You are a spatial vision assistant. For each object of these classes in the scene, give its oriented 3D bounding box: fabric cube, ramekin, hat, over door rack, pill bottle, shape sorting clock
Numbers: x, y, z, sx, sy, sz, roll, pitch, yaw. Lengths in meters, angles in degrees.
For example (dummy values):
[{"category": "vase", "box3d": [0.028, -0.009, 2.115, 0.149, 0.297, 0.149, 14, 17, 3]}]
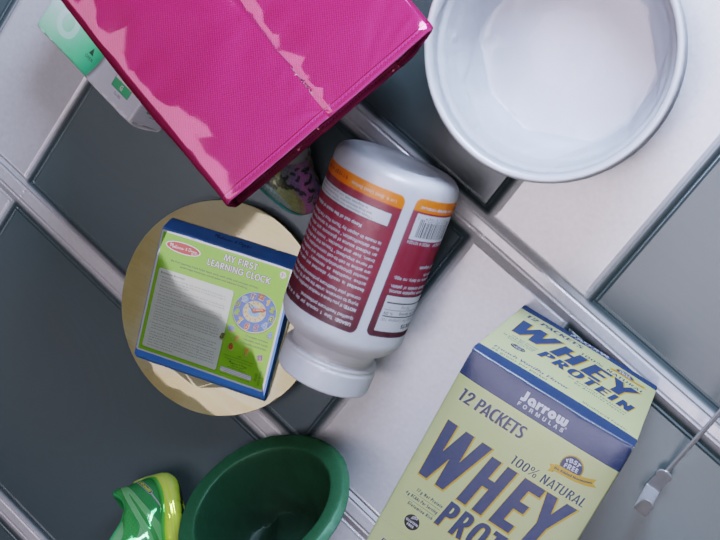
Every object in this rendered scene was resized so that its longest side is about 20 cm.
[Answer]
[{"category": "fabric cube", "box3d": [-0.088, -0.187, 0.887, 0.200, 0.196, 0.200, -40, 94, -1]}, {"category": "ramekin", "box3d": [0.158, -0.171, 0.910, 0.198, 0.105, 0.202, 3, 99, 21]}, {"category": "hat", "box3d": [-0.065, 0.272, 1.088, 0.199, 0.166, 0.177, 2, 135, 37]}, {"category": "over door rack", "box3d": [0.333, 0.156, 0.918, 0.147, 0.067, 0.201, 37, 122, 12]}, {"category": "pill bottle", "box3d": [0.000, 0.000, 0.989, 0.112, 0.113, 0.202, 25, 105, 15]}, {"category": "shape sorting clock", "box3d": [-0.130, 0.035, 1.082, 0.198, 0.039, 0.202, 2, 97, 16]}]

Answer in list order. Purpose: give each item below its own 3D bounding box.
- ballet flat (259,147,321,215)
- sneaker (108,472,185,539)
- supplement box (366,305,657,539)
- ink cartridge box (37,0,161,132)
[{"category": "ballet flat", "box3d": [-0.095, -0.140, 1.026, 0.200, 0.069, 0.071, 51, 131, 10]}, {"category": "sneaker", "box3d": [-0.202, 0.289, 1.085, 0.083, 0.074, 0.201, -8, 52, 0]}, {"category": "supplement box", "box3d": [0.121, 0.159, 0.919, 0.134, 0.200, 0.201, 31, 106, 13]}, {"category": "ink cartridge box", "box3d": [-0.183, -0.250, 1.026, 0.161, 0.050, 0.201, 44, 108, 28]}]
